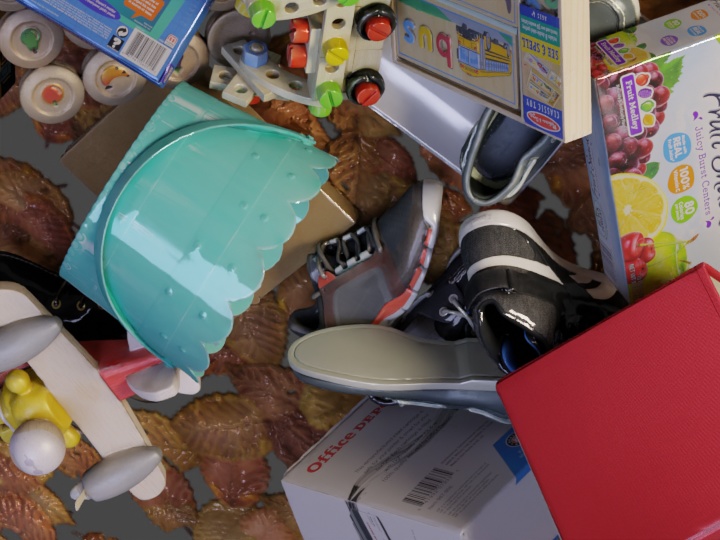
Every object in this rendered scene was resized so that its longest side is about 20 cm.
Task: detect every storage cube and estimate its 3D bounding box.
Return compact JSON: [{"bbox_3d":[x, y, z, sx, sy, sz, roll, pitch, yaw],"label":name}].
[{"bbox_3d":[0.233,0.125,1.522,0.180,0.171,0.200,-32,65,18],"label":"storage cube"}]

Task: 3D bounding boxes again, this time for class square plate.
[{"bbox_3d":[0.089,-0.172,1.562,0.198,0.028,0.200,36,126,-6],"label":"square plate"}]

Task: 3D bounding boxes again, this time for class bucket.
[{"bbox_3d":[-0.125,-0.034,1.592,0.135,0.207,0.207,32,126,-2],"label":"bucket"}]

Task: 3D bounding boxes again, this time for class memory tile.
[{"bbox_3d":[-0.175,-0.196,1.580,0.200,0.017,0.153,-18,124,-5],"label":"memory tile"}]

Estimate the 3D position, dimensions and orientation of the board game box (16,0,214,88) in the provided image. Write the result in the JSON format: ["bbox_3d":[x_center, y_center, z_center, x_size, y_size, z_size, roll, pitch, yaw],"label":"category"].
[{"bbox_3d":[-0.156,-0.255,1.513,0.152,0.045,0.200,32,90,-3],"label":"board game box"}]

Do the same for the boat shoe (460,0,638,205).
[{"bbox_3d":[0.134,-0.124,1.513,0.073,0.062,0.200,33,126,-5],"label":"boat shoe"}]

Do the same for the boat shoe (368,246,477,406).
[{"bbox_3d":[0.072,0.039,1.686,0.074,0.060,0.200,43,125,-11],"label":"boat shoe"}]

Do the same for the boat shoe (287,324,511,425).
[{"bbox_3d":[0.042,0.088,1.647,0.200,0.073,0.062,3,128,1],"label":"boat shoe"}]

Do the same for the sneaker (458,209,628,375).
[{"bbox_3d":[0.145,0.047,1.599,0.073,0.112,0.200,-29,134,35],"label":"sneaker"}]

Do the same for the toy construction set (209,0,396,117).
[{"bbox_3d":[-0.046,-0.173,1.521,0.131,0.092,0.200,-4,152,-13],"label":"toy construction set"}]

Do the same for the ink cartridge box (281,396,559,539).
[{"bbox_3d":[0.060,0.176,1.689,0.200,0.145,0.084,11,130,43],"label":"ink cartridge box"}]

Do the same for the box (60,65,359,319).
[{"bbox_3d":[-0.123,-0.068,1.705,0.200,0.021,0.163,44,125,-12],"label":"box"}]

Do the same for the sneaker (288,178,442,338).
[{"bbox_3d":[0.000,0.000,1.667,0.082,0.077,0.200,22,127,-11],"label":"sneaker"}]

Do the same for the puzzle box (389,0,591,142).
[{"bbox_3d":[0.085,-0.179,1.452,0.200,0.025,0.133,30,134,48],"label":"puzzle box"}]

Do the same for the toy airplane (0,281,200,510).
[{"bbox_3d":[-0.230,0.104,1.686,0.200,0.141,0.199,25,140,-7],"label":"toy airplane"}]

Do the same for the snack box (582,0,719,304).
[{"bbox_3d":[0.234,-0.086,1.504,0.142,0.053,0.200,-21,127,-9],"label":"snack box"}]

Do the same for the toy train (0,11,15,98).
[{"bbox_3d":[-0.295,-0.218,1.606,0.085,0.114,0.200,13,125,10],"label":"toy train"}]

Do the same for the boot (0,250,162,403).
[{"bbox_3d":[-0.213,0.020,1.745,0.200,0.073,0.151,34,139,-10],"label":"boot"}]
